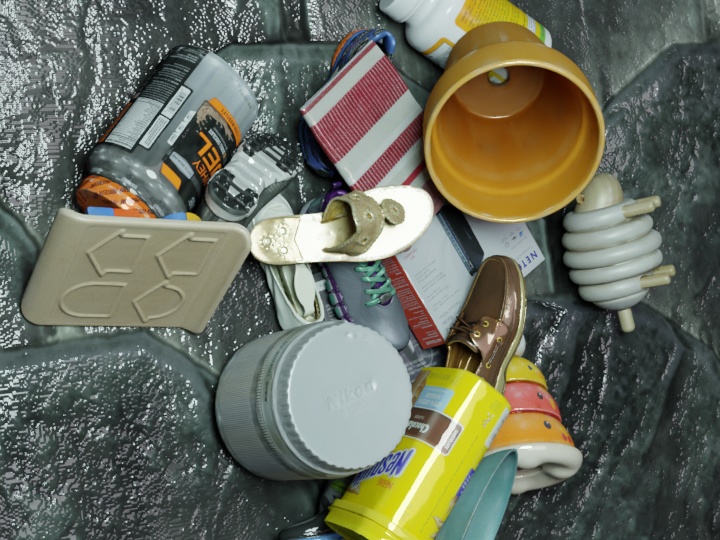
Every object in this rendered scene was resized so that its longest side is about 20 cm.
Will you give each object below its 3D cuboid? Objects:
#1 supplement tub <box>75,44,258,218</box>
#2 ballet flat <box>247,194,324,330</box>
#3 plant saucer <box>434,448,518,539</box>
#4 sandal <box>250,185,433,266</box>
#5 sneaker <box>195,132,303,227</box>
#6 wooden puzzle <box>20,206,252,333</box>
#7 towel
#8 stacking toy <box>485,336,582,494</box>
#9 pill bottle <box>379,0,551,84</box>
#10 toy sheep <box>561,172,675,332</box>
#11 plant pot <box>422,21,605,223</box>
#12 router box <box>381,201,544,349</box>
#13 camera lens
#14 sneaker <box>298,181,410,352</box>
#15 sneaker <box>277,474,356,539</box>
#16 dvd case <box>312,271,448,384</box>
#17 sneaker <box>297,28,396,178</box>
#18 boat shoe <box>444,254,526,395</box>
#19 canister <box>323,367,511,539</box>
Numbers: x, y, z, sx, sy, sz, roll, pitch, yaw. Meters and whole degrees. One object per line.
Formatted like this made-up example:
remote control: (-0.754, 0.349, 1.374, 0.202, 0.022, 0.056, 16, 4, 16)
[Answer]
supplement tub: (-0.207, -0.130, 1.475, 0.122, 0.122, 0.201, 40, 67, -16)
ballet flat: (-0.085, -0.023, 1.555, 0.069, 0.069, 0.203, -21, 91, -29)
plant saucer: (0.115, 0.280, 1.503, 0.036, 0.201, 0.202, 21, 67, 18)
sandal: (-0.017, -0.045, 1.493, 0.208, 0.070, 0.079, -11, 88, -5)
sneaker: (-0.128, -0.085, 1.501, 0.066, 0.091, 0.200, 39, 33, 0)
wooden puzzle: (-0.231, -0.005, 1.420, 0.197, 0.186, 0.047, 6, 52, -25)
towel: (0.026, -0.139, 1.570, 0.144, 0.023, 0.201, -48, 112, -32)
stacking toy: (0.178, 0.153, 1.648, 0.144, 0.146, 0.203, 7, 63, -27)
pill bottle: (0.124, -0.296, 1.683, 0.199, 0.111, 0.112, 31, 69, -20)
toy sheep: (0.318, -0.022, 1.732, 0.136, 0.137, 0.203, -14, 94, -29)
plant pot: (0.165, -0.188, 1.578, 0.199, 0.201, 0.184, 30, 29, -20)
router box: (0.106, -0.037, 1.655, 0.199, 0.049, 0.181, -37, 100, -34)
camera lens: (-0.053, 0.139, 1.468, 0.158, 0.199, 0.163, 5, 80, -27)
sneaker: (0.000, 0.000, 1.563, 0.074, 0.087, 0.201, -31, 86, -30)
sneaker: (-0.017, 0.253, 1.554, 0.199, 0.071, 0.083, -33, 78, -26)
dvd case: (0.032, 0.080, 1.626, 0.147, 0.016, 0.203, -19, 90, -29)
sneaker: (-0.013, -0.202, 1.614, 0.075, 0.078, 0.202, 25, 71, -21)
boat shoe: (0.136, 0.078, 1.577, 0.067, 0.071, 0.203, 17, 85, -43)
canister: (0.061, 0.205, 1.457, 0.086, 0.148, 0.201, 37, 75, -15)
